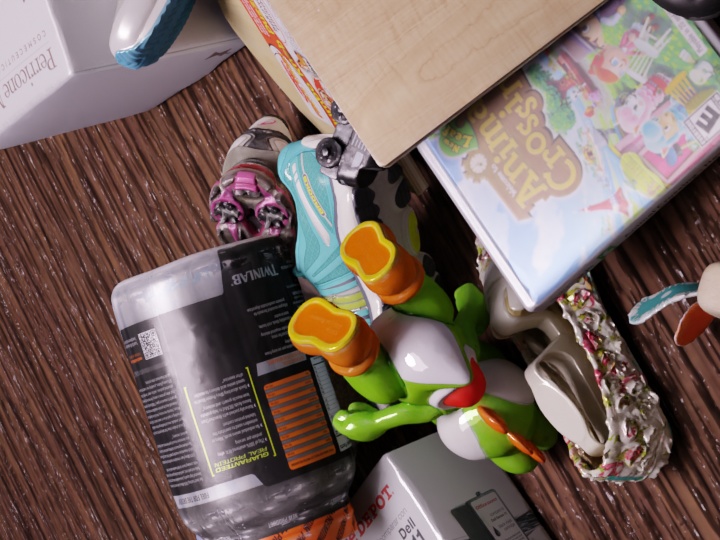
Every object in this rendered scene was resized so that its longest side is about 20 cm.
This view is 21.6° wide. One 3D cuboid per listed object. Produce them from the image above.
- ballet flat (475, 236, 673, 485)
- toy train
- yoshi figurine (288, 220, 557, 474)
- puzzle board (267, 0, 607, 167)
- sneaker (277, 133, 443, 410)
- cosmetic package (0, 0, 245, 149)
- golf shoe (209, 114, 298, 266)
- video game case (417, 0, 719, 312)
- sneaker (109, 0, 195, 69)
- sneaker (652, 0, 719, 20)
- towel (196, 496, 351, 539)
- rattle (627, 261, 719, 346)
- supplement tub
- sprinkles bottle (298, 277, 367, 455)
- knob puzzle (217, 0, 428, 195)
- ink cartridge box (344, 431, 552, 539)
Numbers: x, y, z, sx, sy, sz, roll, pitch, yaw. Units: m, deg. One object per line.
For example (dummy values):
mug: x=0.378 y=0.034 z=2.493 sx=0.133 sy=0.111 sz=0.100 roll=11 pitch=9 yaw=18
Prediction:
ballet flat: x=0.117 y=0.041 z=1.132 sx=0.201 sy=0.064 sz=0.076 roll=58 pitch=139 yaw=20
toy train: x=0.027 y=-0.141 z=1.090 sx=0.046 sy=0.034 sz=0.201 roll=27 pitch=103 yaw=27
yoshi figurine: x=0.040 y=0.056 z=1.156 sx=0.112 sy=0.200 sz=0.113 roll=-24 pitch=43 yaw=30
puzzle board: x=0.049 y=-0.176 z=1.055 sx=0.199 sy=0.017 sz=0.151 roll=-36 pitch=83 yaw=17
sneaker: x=0.000 y=0.000 z=1.208 sx=0.079 sy=0.077 sz=0.201 roll=7 pitch=124 yaw=34
cosmetic package: x=-0.207 y=-0.218 z=1.355 sx=0.167 sy=0.166 sz=0.201 roll=-25 pitch=84 yaw=52
golf shoe: x=-0.060 y=-0.016 z=1.337 sx=0.072 sy=0.092 sz=0.201 roll=10 pitch=134 yaw=8
video game case: x=0.108 y=-0.110 z=1.069 sx=0.182 sy=0.022 sz=0.201 roll=-43 pitch=68 yaw=25
sneaker: x=-0.139 y=-0.229 z=1.263 sx=0.077 sy=0.080 sz=0.202 roll=111 pitch=173 yaw=-71
sneaker: x=0.143 y=-0.225 z=0.966 sx=0.069 sy=0.090 sz=0.202 roll=-16 pitch=88 yaw=15
towel: x=-0.057 y=0.201 z=1.438 sx=0.200 sy=0.024 sz=0.148 roll=39 pitch=130 yaw=37
rattle: x=0.226 y=-0.019 z=0.975 sx=0.200 sy=0.129 sz=0.144 roll=-157 pitch=68 yaw=-75
supplement tub: x=-0.077 y=0.087 z=1.224 sx=0.122 sy=0.122 sz=0.202 roll=-19 pitch=88 yaw=52
sprinkles bottle: x=-0.029 y=0.097 z=1.313 sx=0.068 sy=0.068 sz=0.201 roll=33 pitch=121 yaw=39
knob puzzle: x=-0.037 y=-0.149 z=1.226 sx=0.220 sy=0.030 sz=0.220 roll=48 pitch=170 yaw=11
ink cartridge box: x=0.067 y=0.224 z=1.243 sx=0.201 sy=0.083 sz=0.147 roll=56 pitch=138 yaw=23
